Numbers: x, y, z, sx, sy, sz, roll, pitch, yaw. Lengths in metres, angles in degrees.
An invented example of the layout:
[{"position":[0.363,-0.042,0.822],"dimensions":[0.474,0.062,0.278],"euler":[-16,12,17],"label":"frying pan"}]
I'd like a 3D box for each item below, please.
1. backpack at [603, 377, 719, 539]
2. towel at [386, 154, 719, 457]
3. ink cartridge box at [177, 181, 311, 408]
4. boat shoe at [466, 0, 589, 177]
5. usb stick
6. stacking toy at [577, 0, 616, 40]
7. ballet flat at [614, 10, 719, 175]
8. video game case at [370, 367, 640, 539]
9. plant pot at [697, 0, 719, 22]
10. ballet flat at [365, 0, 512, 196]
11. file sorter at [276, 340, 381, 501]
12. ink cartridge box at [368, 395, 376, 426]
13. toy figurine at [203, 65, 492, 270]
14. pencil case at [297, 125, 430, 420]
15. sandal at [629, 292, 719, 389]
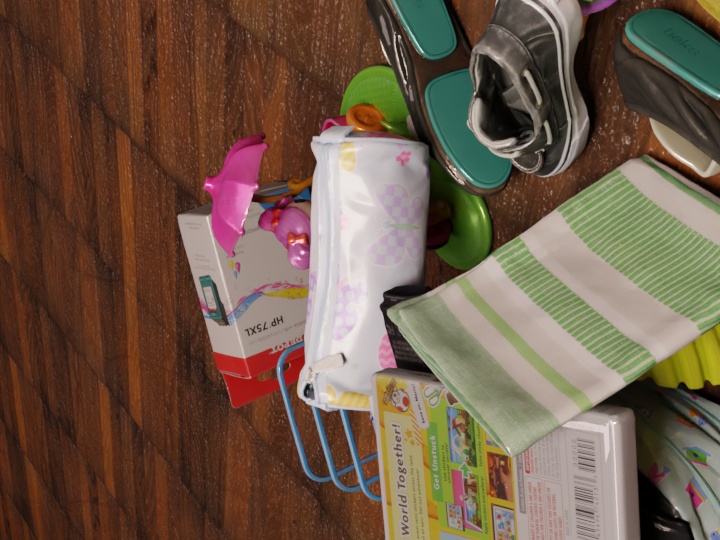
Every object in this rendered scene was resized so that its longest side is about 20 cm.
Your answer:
[{"position":[0.174,0.137,0.777],"dimensions":[0.200,0.126,0.167],"euler":[29,143,45],"label":"backpack"},{"position":[0.130,0.010,0.678],"dimensions":[0.153,0.200,0.023],"euler":[46,164,53],"label":"towel"},{"position":[-0.089,0.026,1.123],"dimensions":[0.067,0.116,0.201],"euler":[5,113,55],"label":"ink cartridge box"},{"position":[0.096,-0.107,0.734],"dimensions":[0.072,0.071,0.200],"euler":[38,168,25],"label":"boat shoe"},{"position":[0.058,0.106,0.789],"dimensions":[0.055,0.033,0.201],"euler":[6,116,58],"label":"usb stick"},{"position":[0.132,-0.193,0.684],"dimensions":[0.110,0.116,0.200],"euler":[31,157,11],"label":"stacking toy"},{"position":[0.214,-0.074,0.641],"dimensions":[0.200,0.068,0.069],"euler":[52,155,42],"label":"ballet flat"},{"position":[0.086,0.166,0.698],"dimensions":[0.182,0.023,0.201],"euler":[5,105,44],"label":"video game case"},{"position":[0.218,-0.168,0.511],"dimensions":[0.200,0.142,0.201],"euler":[34,134,44],"label":"plant pot"},{"position":[0.056,-0.140,0.858],"dimensions":[0.201,0.068,0.068],"euler":[70,159,9],"label":"ballet flat"},{"position":[0.038,0.117,0.976],"dimensions":[0.200,0.122,0.139],"euler":[2,110,56],"label":"file sorter"},{"position":[0.097,0.163,0.734],"dimensions":[0.162,0.057,0.201],"euler":[-16,85,46],"label":"ink cartridge box"},{"position":[-0.026,-0.051,0.915],"dimensions":[0.200,0.184,0.150],"euler":[50,144,26],"label":"toy figurine"},{"position":[0.000,0.000,0.825],"dimensions":[0.083,0.090,0.201],"euler":[14,101,58],"label":"pencil case"},{"position":[0.156,0.025,0.725],"dimensions":[0.199,0.087,0.080],"euler":[-3,127,13],"label":"sandal"}]
